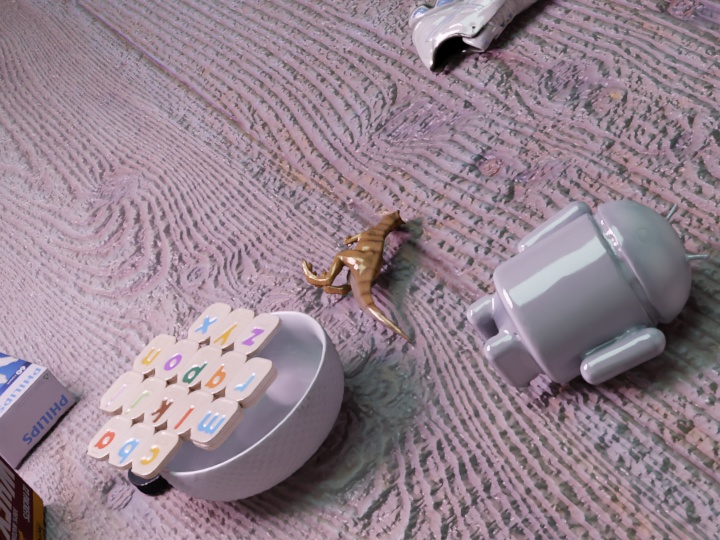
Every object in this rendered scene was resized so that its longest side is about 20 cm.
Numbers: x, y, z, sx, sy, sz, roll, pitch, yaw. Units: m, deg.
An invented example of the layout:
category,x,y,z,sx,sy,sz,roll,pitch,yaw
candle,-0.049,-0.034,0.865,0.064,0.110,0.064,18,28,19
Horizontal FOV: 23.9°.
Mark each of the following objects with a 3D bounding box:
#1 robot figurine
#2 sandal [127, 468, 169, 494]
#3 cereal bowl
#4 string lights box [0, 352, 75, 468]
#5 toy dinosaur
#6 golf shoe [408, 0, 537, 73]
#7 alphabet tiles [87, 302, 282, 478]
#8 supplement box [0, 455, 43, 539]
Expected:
category,x,y,z,sx,sy,sz,roll,pitch,yaw
robot figurine,0.189,0.016,1.411,0.199,0.113,0.170,-30,54,9
sandal,-0.158,0.132,1.669,0.075,0.048,0.201,12,55,52
cereal bowl,-0.096,0.136,1.566,0.199,0.083,0.201,-26,32,18
string lights box,-0.414,0.147,1.897,0.200,0.059,0.103,10,52,51
toy dinosaur,0.000,0.000,1.679,0.106,0.061,0.200,-20,35,23
golf shoe,0.151,-0.289,1.932,0.199,0.078,0.098,-28,48,24
alphabet tiles,-0.162,0.110,1.573,0.200,0.015,0.196,10,53,50
supplement box,-0.443,0.252,1.646,0.199,0.198,0.133,-31,31,8
